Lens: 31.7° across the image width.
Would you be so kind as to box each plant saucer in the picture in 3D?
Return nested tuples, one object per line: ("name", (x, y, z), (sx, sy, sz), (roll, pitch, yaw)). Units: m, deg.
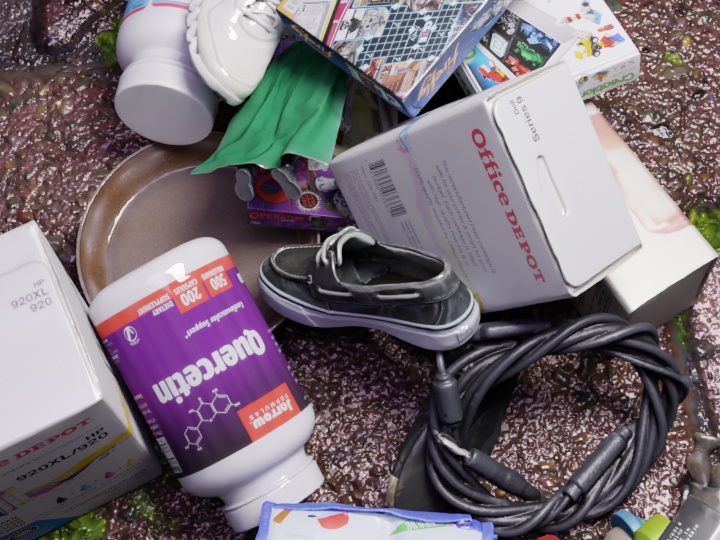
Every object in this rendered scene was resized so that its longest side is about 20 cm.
("plant saucer", (-0.131, -0.018, 1.036), (0.198, 0.032, 0.202), (-1, 66, 2))

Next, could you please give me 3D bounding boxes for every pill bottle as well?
("pill bottle", (-0.107, 0.084, 0.928), (0.112, 0.112, 0.201), (-29, 91, -10))
("pill bottle", (-0.143, -0.211, 1.066), (0.108, 0.109, 0.201), (7, 61, 6))

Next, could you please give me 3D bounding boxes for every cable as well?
("cable", (0.147, 0.112, 0.921), (0.198, 0.051, 0.165), (-5, 99, -10))

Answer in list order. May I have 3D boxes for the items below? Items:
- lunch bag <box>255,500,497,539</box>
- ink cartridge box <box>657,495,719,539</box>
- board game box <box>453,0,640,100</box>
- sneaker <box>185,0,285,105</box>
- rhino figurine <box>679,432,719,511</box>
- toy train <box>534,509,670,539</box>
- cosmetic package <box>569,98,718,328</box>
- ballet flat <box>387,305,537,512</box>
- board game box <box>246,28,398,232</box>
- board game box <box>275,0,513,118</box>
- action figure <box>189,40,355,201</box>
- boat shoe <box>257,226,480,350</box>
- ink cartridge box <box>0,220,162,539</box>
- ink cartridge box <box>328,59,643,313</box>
("lunch bag", (0.004, 0.262, 0.857), (0.168, 0.124, 0.202), (4, 81, 3))
("ink cartridge box", (0.210, 0.230, 0.831), (0.037, 0.200, 0.095), (28, 70, 34))
("board game box", (0.120, -0.207, 1.007), (0.125, 0.035, 0.201), (-21, 56, -4))
("sneaker", (-0.079, -0.221, 0.997), (0.081, 0.075, 0.201), (-18, 49, 42))
("rhino figurine", (0.322, 0.191, 0.907), (0.199, 0.060, 0.088), (20, 89, 10))
("toy train", (0.168, 0.200, 0.839), (0.115, 0.200, 0.085), (-24, 80, -15))
("cosmetic package", (0.178, -0.047, 0.995), (0.087, 0.104, 0.201), (-30, 70, -10))
("ballet flat", (0.076, 0.103, 0.973), (0.066, 0.057, 0.201), (38, 71, -24))
("board game box", (-0.027, -0.123, 1.056), (0.119, 0.032, 0.201), (3, 60, -1))
("board game box", (0.050, -0.229, 0.954), (0.135, 0.035, 0.200), (39, 85, 23))
("action figure", (-0.044, -0.135, 1.005), (0.117, 0.055, 0.201), (2, 45, 23))
("boat shoe", (0.000, 0.000, 0.931), (0.199, 0.071, 0.072), (10, 44, 37))
("ink cartridge box", (-0.249, 0.091, 0.904), (0.146, 0.200, 0.145), (-26, 68, -8))
("ink cartridge box", (0.086, -0.050, 0.919), (0.087, 0.200, 0.146), (-30, 99, -31))
